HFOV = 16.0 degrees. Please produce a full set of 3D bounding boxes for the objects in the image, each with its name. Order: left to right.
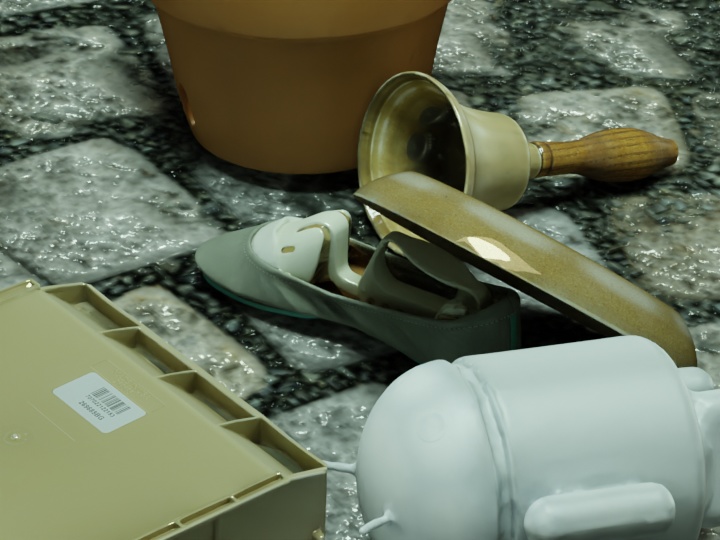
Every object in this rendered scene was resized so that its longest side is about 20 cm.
[{"bbox_3d":[-0.147,0.106,1.099,0.198,0.094,0.200,-22,39,-34],"label":"storage bin"},{"bbox_3d":[-0.034,-0.148,1.511,0.199,0.141,0.200,0,28,0],"label":"plant pot"},{"bbox_3d":[0.000,0.000,1.371,0.199,0.064,0.067,22,37,24],"label":"ballet flat"},{"bbox_3d":[0.089,-0.002,1.309,0.199,0.028,0.200,28,0,0],"label":"plant pot"},{"bbox_3d":[0.083,0.093,1.194,0.199,0.114,0.170,-6,11,-16],"label":"robot figurine"},{"bbox_3d":[0.107,-0.063,1.486,0.199,0.105,0.104,-3,32,-36],"label":"hand bell"}]
